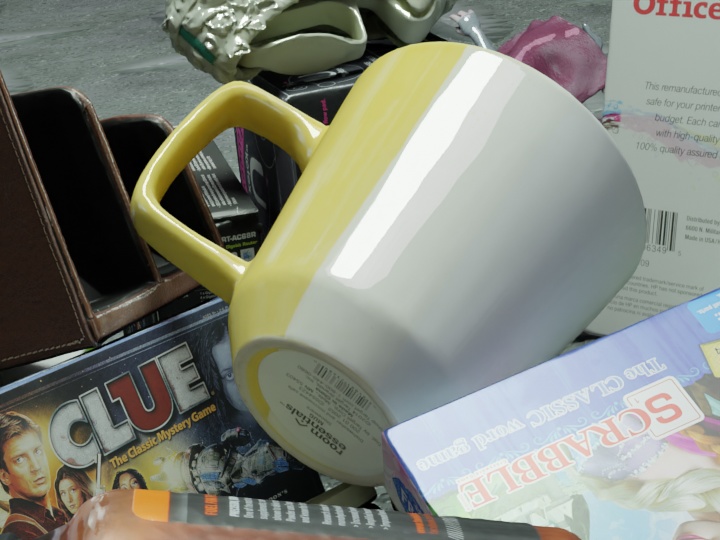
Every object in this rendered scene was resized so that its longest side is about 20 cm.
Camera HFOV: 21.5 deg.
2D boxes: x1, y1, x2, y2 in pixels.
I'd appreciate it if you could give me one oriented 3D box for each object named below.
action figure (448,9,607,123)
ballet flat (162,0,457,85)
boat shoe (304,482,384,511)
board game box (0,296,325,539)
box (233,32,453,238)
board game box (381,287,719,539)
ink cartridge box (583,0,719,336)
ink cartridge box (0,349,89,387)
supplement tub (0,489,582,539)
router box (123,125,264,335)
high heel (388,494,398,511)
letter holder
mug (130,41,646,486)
[{"bbox_3d":[0.106,-0.121,1.503,0.149,0.134,0.200,42,48,6],"label":"action figure"},{"bbox_3d":[-0.005,-0.131,0.960,0.200,0.072,0.072,-20,23,-29],"label":"ballet flat"},{"bbox_3d":[-0.053,0.143,0.751,0.074,0.063,0.201,-28,-4,42],"label":"boat shoe"},{"bbox_3d":[-0.103,0.102,0.791,0.200,0.136,0.035,-25,5,-43],"label":"board game box"},{"bbox_3d":[0.003,-0.018,1.011,0.114,0.201,0.132,-10,19,-16],"label":"box"},{"bbox_3d":[0.139,0.101,0.689,0.200,0.041,0.200,-23,50,-14],"label":"board game box"},{"bbox_3d":[0.226,-0.058,1.023,0.146,0.201,0.146,11,10,40],"label":"ink cartridge box"},{"bbox_3d":[-0.214,0.100,0.924,0.147,0.076,0.200,-3,18,7],"label":"ink cartridge box"},{"bbox_3d":[-0.031,0.122,0.580,0.199,0.107,0.107,6,18,-5],"label":"supplement tub"},{"bbox_3d":[-0.093,0.016,1.019,0.062,0.150,0.200,-9,19,-11],"label":"router box"},{"bbox_3d":[0.066,0.090,0.875,0.067,0.096,0.200,-13,23,24],"label":"high heel"},{"bbox_3d":[-0.184,-0.029,0.874,0.200,0.142,0.101,-15,10,37],"label":"letter holder"},{"bbox_3d":[0.007,0.007,0.811,0.186,0.150,0.153,6,45,37],"label":"mug"}]
